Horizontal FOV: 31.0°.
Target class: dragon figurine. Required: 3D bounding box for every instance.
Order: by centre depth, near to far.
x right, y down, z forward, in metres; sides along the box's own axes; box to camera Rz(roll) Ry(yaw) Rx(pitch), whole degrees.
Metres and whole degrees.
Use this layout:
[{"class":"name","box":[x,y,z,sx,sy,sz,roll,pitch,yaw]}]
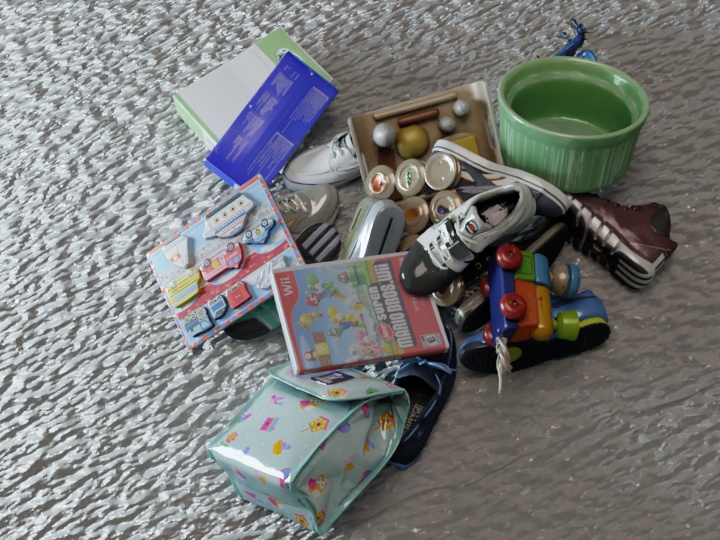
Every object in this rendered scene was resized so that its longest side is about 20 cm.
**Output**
[{"class":"dragon figurine","box":[0.314,-0.277,1.861,0.099,0.059,0.201,-22,58,-7]}]

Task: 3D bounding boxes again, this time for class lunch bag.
[{"class":"lunch bag","box":[-0.055,0.191,1.549,0.170,0.122,0.200,14,54,47]}]

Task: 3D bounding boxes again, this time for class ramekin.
[{"class":"ramekin","box":[0.276,-0.191,1.724,0.198,0.098,0.201,2,39,-1]}]

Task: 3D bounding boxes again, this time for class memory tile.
[{"class":"memory tile","box":[0.069,-0.047,1.691,0.152,0.017,0.202,-7,79,35]}]

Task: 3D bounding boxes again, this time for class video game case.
[{"class":"video game case","box":[-0.002,0.050,1.607,0.198,0.017,0.144,-8,61,-17]}]

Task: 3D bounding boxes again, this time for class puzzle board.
[{"class":"puzzle board","box":[-0.179,-0.011,1.700,0.199,0.017,0.152,-33,71,16]}]

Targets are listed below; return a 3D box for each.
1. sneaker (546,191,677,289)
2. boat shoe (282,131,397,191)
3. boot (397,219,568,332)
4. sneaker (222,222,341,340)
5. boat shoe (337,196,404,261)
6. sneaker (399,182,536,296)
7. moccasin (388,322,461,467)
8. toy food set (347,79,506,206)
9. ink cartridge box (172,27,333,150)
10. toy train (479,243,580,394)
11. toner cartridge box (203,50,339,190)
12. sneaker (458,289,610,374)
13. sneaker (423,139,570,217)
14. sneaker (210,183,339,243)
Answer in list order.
[{"class":"sneaker","box":[0.336,-0.072,1.728,0.115,0.076,0.200,-37,69,-23]},{"class":"boat shoe","box":[-0.017,-0.168,1.829,0.198,0.067,0.074,-15,56,-3]},{"class":"boot","box":[0.159,-0.030,1.714,0.203,0.074,0.154,-40,59,-16]},{"class":"sneaker","box":[-0.099,0.018,1.733,0.200,0.088,0.075,-41,88,5]},{"class":"boat shoe","box":[0.000,0.000,1.693,0.062,0.072,0.202,31,99,58]},{"class":"sneaker","box":[0.126,-0.047,1.598,0.199,0.089,0.074,-39,77,2]},{"class":"moccasin","box":[0.079,0.146,1.613,0.080,0.068,0.202,8,59,12]},{"class":"toy food set","box":[0.093,-0.164,1.770,0.198,0.060,0.145,-15,96,-3]},{"class":"ink cartridge box","box":[-0.156,-0.256,1.916,0.199,0.048,0.146,-34,60,-16]},{"class":"toy train","box":[0.213,0.068,1.571,0.114,0.085,0.202,6,56,-11]},{"class":"toner cartridge box","box":[-0.126,-0.202,1.837,0.095,0.043,0.201,38,77,-6]},{"class":"sneaker","box":[0.215,0.074,1.649,0.198,0.066,0.079,-14,51,-4]},{"class":"sneaker","box":[0.172,-0.097,1.700,0.199,0.079,0.080,24,76,21]},{"class":"sneaker","box":[-0.117,-0.068,1.763,0.199,0.092,0.076,-31,59,-13]}]
